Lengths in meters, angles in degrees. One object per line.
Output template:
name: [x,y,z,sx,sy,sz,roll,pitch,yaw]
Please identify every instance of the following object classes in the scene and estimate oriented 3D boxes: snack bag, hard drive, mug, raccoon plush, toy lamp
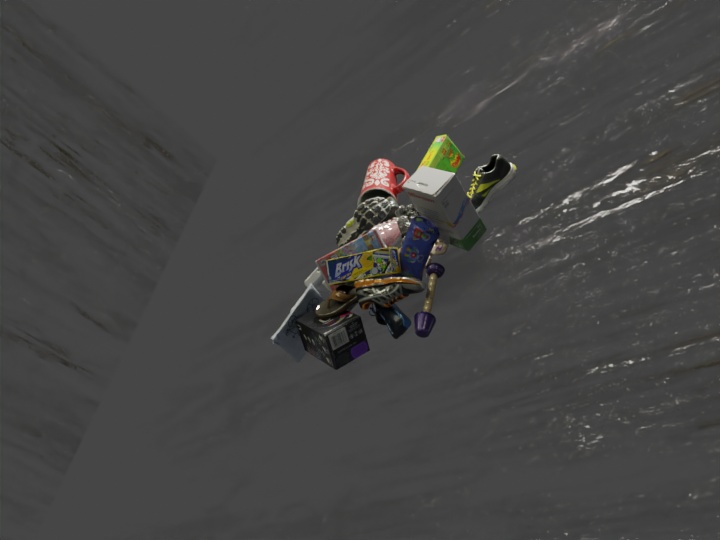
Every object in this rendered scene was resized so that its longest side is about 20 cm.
snack bag: [-0.167,0.162,1.688,0.021,0.189,0.202,27,74,32]
hard drive: [-0.093,0.007,1.777,0.132,0.027,0.200,-47,-15,5]
mug: [0.086,-0.274,1.902,0.173,0.135,0.202,-4,40,10]
raccoon plush: [0.183,-0.124,1.626,0.132,0.096,0.204,-18,71,20]
toy lamp: [0.172,0.075,1.440,0.058,0.058,0.203,-22,39,40]

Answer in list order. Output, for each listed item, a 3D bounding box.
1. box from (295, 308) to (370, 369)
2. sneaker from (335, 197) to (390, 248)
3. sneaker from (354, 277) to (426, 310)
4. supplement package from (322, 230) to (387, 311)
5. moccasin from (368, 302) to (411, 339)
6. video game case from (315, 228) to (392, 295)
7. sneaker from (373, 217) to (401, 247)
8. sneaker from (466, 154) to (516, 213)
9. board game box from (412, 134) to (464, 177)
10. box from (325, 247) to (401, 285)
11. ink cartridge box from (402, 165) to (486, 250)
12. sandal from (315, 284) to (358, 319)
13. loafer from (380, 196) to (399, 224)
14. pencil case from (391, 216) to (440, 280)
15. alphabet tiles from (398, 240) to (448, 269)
box: [-0.080,0.176,1.582,0.121,0.108,0.199,-25,20,-25]
sneaker: [0.008,-0.139,1.664,0.199,0.078,0.079,-40,-8,19]
sneaker: [0.077,0.057,1.464,0.196,0.078,0.079,-7,83,30]
supplement package: [0.000,0.000,1.664,0.200,0.117,0.117,-44,5,10]
moccasin: [0.062,0.113,1.527,0.069,0.080,0.200,-55,27,7]
video game case: [-0.010,-0.007,1.595,0.197,0.145,0.017,-27,5,9]
sneaker: [0.072,-0.124,1.743,0.201,0.104,0.075,-52,18,-2]
sneaker: [0.324,-0.233,1.542,0.200,0.084,0.075,-45,29,10]
board game box: [0.228,-0.296,1.726,0.047,0.101,0.202,9,64,55]
box: [0.006,-0.010,1.515,0.196,0.064,0.072,-11,85,28]
ink cartridge box: [0.217,-0.162,1.475,0.084,0.201,0.144,-46,34,-11]
sandal: [-0.039,0.068,1.552,0.197,0.055,0.082,-23,30,14]
loafer: [0.050,-0.150,1.822,0.200,0.071,0.064,-44,43,24]
pencil case: [0.146,-0.041,1.506,0.078,0.085,0.203,-55,-15,-59]
alphabet tiles: [0.191,-0.089,1.636,0.193,0.015,0.203,-4,54,49]
